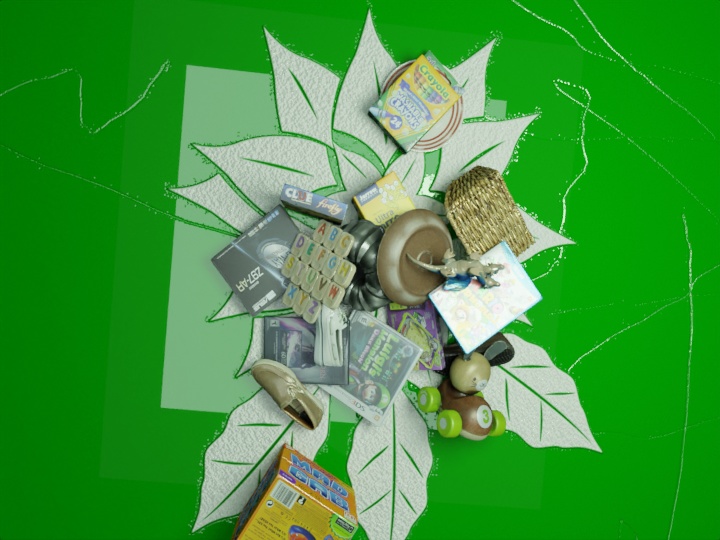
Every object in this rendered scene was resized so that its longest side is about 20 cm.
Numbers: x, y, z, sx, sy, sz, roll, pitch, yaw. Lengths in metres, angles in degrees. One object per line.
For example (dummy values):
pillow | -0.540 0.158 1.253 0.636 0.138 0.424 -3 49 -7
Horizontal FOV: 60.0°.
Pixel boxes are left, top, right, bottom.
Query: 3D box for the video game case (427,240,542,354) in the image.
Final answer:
video game case | 0.255 0.054 1.278 0.198 0.018 0.145 -34 85 -6

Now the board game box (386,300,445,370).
board game box | 0.120 0.120 1.390 0.118 0.032 0.206 -5 94 34

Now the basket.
basket | 0.255 -0.105 1.355 0.148 0.143 0.202 -37 112 -4

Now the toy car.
toy car | 0.241 0.238 1.329 0.161 0.158 0.204 8 111 -33

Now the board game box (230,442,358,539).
board game box | -0.141 0.536 1.332 0.198 0.200 0.202 34 90 -4

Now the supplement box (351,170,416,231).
supplement box | 0.074 -0.098 1.367 0.107 0.110 0.203 -31 93 -2

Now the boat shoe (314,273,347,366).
boat shoe | -0.059 0.108 1.331 0.065 0.074 0.205 7 110 15

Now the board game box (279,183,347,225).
board game box | -0.096 -0.135 1.311 0.132 0.200 0.035 18 90 -4

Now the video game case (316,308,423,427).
video game case | 0.017 0.213 1.388 0.179 0.023 0.203 31 97 9

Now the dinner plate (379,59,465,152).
dinner plate | 0.138 -0.369 1.405 0.194 0.024 0.206 0 91 -3

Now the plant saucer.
plant saucer | 0.123 -0.022 1.275 0.196 0.036 0.206 -9 105 -33

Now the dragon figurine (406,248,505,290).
dragon figurine | 0.191 0.003 1.237 0.194 0.100 0.060 -2 67 6

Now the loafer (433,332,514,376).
loafer | 0.248 0.186 1.417 0.194 0.072 0.074 -9 127 6

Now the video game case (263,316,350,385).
video game case | -0.121 0.179 1.392 0.194 0.019 0.147 1 92 10

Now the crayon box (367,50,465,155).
crayon box | 0.126 -0.373 1.367 0.126 0.052 0.200 45 89 -4

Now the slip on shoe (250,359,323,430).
slip on shoe | -0.163 0.275 1.371 0.076 0.061 0.200 -36 108 25

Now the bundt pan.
bundt pan | 0.000 0.000 1.325 0.198 0.075 0.207 18 123 29

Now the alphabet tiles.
alphabet tiles | -0.092 -0.001 1.293 0.014 0.198 0.199 25 94 -46

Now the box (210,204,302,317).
box | -0.207 -0.021 1.387 0.198 0.044 0.162 -37 93 -2
